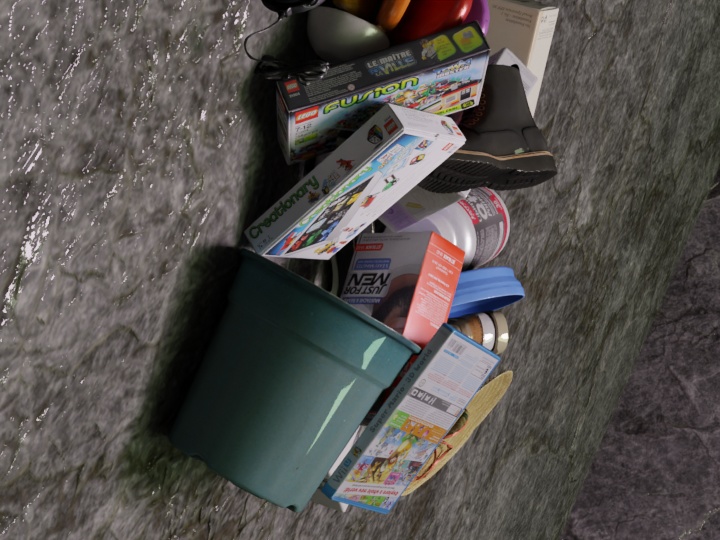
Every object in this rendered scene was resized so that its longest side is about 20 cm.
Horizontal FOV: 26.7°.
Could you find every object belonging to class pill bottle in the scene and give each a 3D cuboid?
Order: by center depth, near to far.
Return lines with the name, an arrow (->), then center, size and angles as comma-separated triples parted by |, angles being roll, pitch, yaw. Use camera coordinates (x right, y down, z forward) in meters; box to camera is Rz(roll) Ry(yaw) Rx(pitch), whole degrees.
pill bottle -> 0.101, -0.044, 1.847 | 0.200, 0.111, 0.111 | -24, 130, -64

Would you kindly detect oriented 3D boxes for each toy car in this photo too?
toy car -> 0.051, -0.260, 1.474 | 0.175, 0.150, 0.200 | -69, 160, -5

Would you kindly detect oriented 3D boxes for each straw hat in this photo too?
straw hat -> 0.081, 0.165, 1.775 | 0.201, 0.085, 0.201 | -42, 162, -17

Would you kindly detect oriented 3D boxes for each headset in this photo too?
headset -> -0.055, -0.258, 1.289 | 0.124, 0.094, 0.200 | 35, 63, -68

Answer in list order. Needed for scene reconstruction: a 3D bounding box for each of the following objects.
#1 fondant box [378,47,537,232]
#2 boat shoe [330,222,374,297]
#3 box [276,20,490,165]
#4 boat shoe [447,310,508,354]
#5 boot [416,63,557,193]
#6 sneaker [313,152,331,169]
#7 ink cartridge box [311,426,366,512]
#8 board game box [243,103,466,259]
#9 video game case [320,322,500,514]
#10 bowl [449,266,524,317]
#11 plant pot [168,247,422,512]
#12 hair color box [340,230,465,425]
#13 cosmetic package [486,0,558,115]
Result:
fondant box -> 0.101, -0.147, 1.722 | 0.144, 0.058, 0.200 | -27, -155, 54
boat shoe -> 0.000, 0.000, 1.701 | 0.074, 0.060, 0.200 | -38, 142, -56
box -> 0.019, -0.167, 1.432 | 0.200, 0.035, 0.110 | -19, 160, -9
boat shoe -> 0.098, 0.091, 1.822 | 0.200, 0.068, 0.075 | -38, -122, 58
boot -> 0.112, -0.158, 1.607 | 0.200, 0.077, 0.138 | 0, 70, -46
sneaker -> 0.033, -0.120, 1.622 | 0.200, 0.099, 0.078 | -42, 145, -52
ink cartridge box -> -0.037, 0.161, 1.714 | 0.146, 0.084, 0.200 | -61, 157, -26
board game box -> -0.004, -0.082, 1.475 | 0.200, 0.035, 0.126 | -40, 160, 24
video game case -> 0.053, 0.150, 1.497 | 0.200, 0.018, 0.143 | -54, 153, 2
bowl -> 0.095, 0.038, 1.816 | 0.201, 0.200, 0.039 | 9, 66, -69
plant pot -> -0.073, 0.112, 1.453 | 0.196, 0.200, 0.200 | -61, 159, -4
hair color box -> 0.028, 0.061, 1.585 | 0.064, 0.111, 0.200 | 29, 69, -41
cosmetic package -> 0.163, -0.234, 1.853 | 0.073, 0.103, 0.200 | -24, 128, -62
